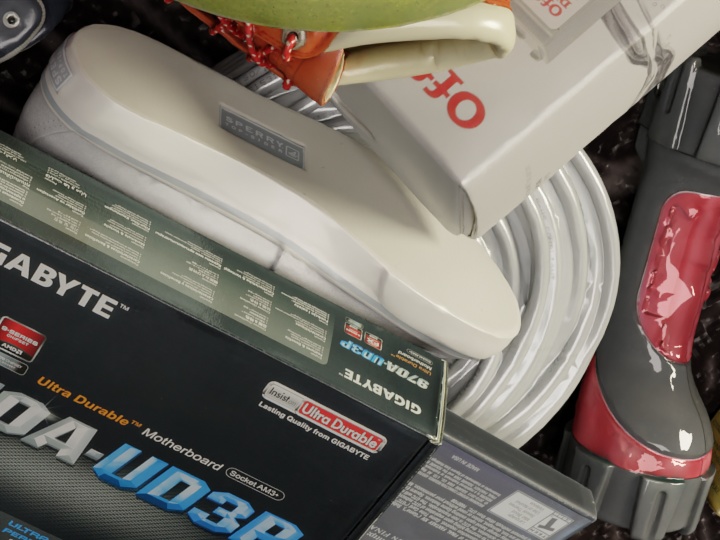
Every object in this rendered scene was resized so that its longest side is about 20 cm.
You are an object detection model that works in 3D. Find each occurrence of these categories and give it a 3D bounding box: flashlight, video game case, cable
[{"bbox_3d":[0.134,0.011,0.900,0.068,0.068,0.200,10,109,-12],"label":"flashlight"},{"bbox_3d":[-0.024,0.117,0.885,0.143,0.019,0.200,31,126,-34],"label":"video game case"},{"bbox_3d":[0.000,0.000,0.873,0.200,0.069,0.200,16,106,-15],"label":"cable"}]

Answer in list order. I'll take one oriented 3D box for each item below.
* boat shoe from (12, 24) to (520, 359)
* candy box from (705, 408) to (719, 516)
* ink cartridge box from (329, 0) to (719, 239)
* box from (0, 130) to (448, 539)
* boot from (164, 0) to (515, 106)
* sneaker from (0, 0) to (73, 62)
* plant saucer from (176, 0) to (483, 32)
[{"bbox_3d":[-0.036,-0.013,0.792,0.200,0.072,0.069,26,125,-25],"label":"boat shoe"},{"bbox_3d":[0.247,0.042,0.938,0.117,0.056,0.200,31,104,-20],"label":"candy box"},{"bbox_3d":[0.065,-0.131,0.775,0.200,0.083,0.147,-41,79,-4],"label":"ink cartridge box"},{"bbox_3d":[-0.092,0.053,0.783,0.200,0.046,0.159,28,125,-14],"label":"box"},{"bbox_3d":[-0.044,-0.105,0.702,0.199,0.075,0.108,-5,83,4],"label":"boot"},{"bbox_3d":[-0.150,-0.160,0.773,0.146,0.077,0.203,30,112,-8],"label":"sneaker"},{"bbox_3d":[-0.011,-0.164,0.662,0.199,0.200,0.031,-6,154,-7],"label":"plant saucer"}]
